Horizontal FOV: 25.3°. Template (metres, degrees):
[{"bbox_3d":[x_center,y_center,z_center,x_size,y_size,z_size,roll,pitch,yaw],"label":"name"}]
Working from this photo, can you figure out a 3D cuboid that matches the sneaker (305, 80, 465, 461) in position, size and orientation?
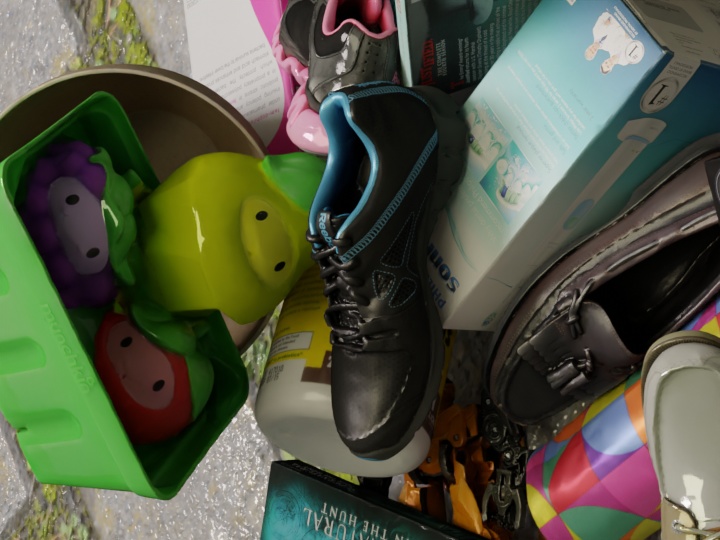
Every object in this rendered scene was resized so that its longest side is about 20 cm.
[{"bbox_3d":[0.000,0.000,0.851,0.073,0.081,0.203,6,92,44],"label":"sneaker"}]

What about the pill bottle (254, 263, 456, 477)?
[{"bbox_3d":[0.009,0.015,0.981,0.108,0.109,0.202,-13,53,44],"label":"pill bottle"}]

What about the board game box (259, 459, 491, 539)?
[{"bbox_3d":[0.007,0.209,0.988,0.199,0.028,0.137,15,98,45],"label":"board game box"}]

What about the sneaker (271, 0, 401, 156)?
[{"bbox_3d":[-0.007,-0.143,0.954,0.201,0.078,0.096,-106,24,-59],"label":"sneaker"}]

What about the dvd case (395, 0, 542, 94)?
[{"bbox_3d":[0.113,-0.162,0.840,0.198,0.146,0.022,-21,65,-4],"label":"dvd case"}]

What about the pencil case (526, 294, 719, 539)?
[{"bbox_3d":[0.176,0.083,0.873,0.200,0.088,0.089,-45,57,34],"label":"pencil case"}]

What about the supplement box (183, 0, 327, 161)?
[{"bbox_3d":[-0.049,-0.138,1.099,0.101,0.103,0.203,-18,73,44],"label":"supplement box"}]

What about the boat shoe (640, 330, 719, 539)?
[{"bbox_3d":[0.187,0.129,0.803,0.074,0.069,0.202,-13,111,23],"label":"boat shoe"}]

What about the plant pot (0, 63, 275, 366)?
[{"bbox_3d":[-0.139,-0.039,1.003,0.135,0.198,0.202,-86,18,-72],"label":"plant pot"}]

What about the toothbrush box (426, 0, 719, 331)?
[{"bbox_3d":[0.127,-0.060,0.886,0.201,0.145,0.086,-54,52,29],"label":"toothbrush box"}]

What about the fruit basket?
[{"bbox_3d":[-0.110,0.004,0.880,0.213,0.156,0.218,8,117,16],"label":"fruit basket"}]

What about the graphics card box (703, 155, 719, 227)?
[{"bbox_3d":[0.234,-0.007,0.694,0.200,0.050,0.127,169,86,-70],"label":"graphics card box"}]

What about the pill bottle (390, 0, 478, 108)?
[{"bbox_3d":[0.063,-0.194,0.984,0.110,0.110,0.202,-29,68,40],"label":"pill bottle"}]

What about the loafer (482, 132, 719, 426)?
[{"bbox_3d":[0.140,0.015,0.846,0.200,0.072,0.063,-48,29,20],"label":"loafer"}]

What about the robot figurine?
[{"bbox_3d":[0.062,0.167,0.996,0.144,0.058,0.203,-11,80,44],"label":"robot figurine"}]
